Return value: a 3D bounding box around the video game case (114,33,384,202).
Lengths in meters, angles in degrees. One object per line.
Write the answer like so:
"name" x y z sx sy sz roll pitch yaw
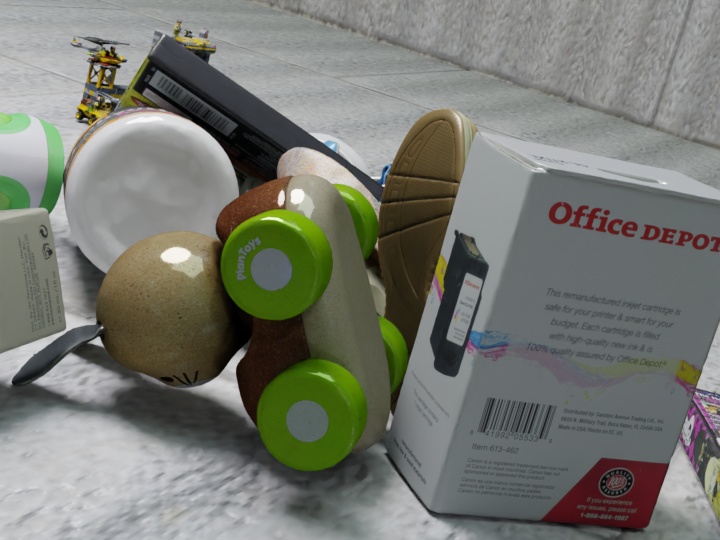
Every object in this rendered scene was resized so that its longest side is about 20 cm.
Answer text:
"video game case" -0.095 -0.093 1.098 0.200 0.026 0.181 34 -19 -11

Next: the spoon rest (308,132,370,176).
"spoon rest" -0.078 -0.107 1.277 0.200 0.061 0.099 20 16 15

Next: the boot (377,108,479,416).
"boot" 0.090 0.003 0.908 0.154 0.201 0.072 4 -4 -39

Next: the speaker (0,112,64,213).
"speaker" -0.320 -0.081 1.003 0.200 0.089 0.088 4 19 -35

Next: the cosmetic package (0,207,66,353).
"cosmetic package" -0.245 0.019 0.687 0.105 0.071 0.200 -5 7 20

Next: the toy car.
"toy car" -0.090 0.038 0.792 0.200 0.158 0.164 -11 6 13

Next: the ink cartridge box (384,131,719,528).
"ink cartridge box" 0.116 0.035 0.790 0.145 0.200 0.083 9 16 -23

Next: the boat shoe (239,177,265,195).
"boat shoe" -0.077 -0.005 1.004 0.075 0.062 0.200 27 20 -20

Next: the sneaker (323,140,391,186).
"sneaker" 0.037 -0.043 1.203 0.200 0.073 0.072 28 11 -15

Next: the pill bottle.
"pill bottle" -0.155 -0.058 0.999 0.116 0.117 0.200 11 6 -15

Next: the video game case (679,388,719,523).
"video game case" 0.317 0.143 0.918 0.200 0.036 0.181 15 15 -2

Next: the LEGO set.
"LEGO set" -0.202 -0.207 1.497 0.200 0.116 0.154 0 21 -42

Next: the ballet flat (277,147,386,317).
"ballet flat" 0.000 0.000 0.944 0.200 0.068 0.067 48 39 9
